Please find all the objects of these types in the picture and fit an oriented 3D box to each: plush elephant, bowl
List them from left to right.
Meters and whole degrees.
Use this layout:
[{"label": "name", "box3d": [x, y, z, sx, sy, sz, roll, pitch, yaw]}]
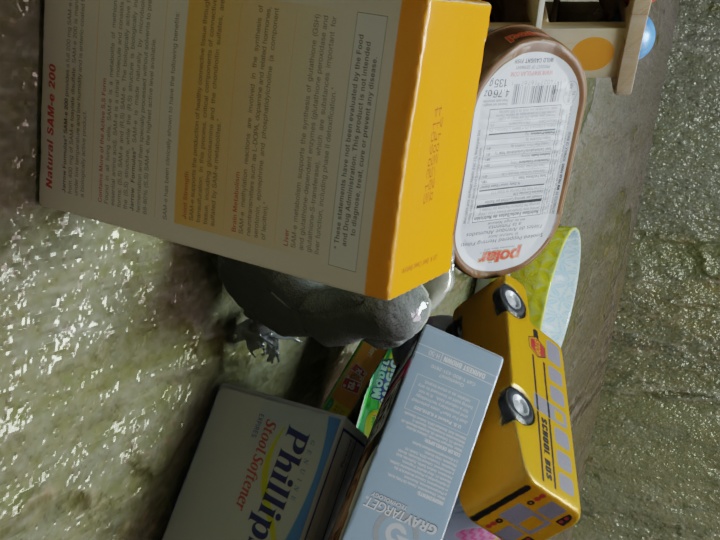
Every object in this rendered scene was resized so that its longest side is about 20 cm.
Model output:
[{"label": "plush elephant", "box3d": [-0.010, -0.030, 0.661, 0.155, 0.165, 0.200, -47, 175, -29]}, {"label": "bowl", "box3d": [0.210, 0.032, 1.308, 0.200, 0.107, 0.202, 13, 90, -68]}]

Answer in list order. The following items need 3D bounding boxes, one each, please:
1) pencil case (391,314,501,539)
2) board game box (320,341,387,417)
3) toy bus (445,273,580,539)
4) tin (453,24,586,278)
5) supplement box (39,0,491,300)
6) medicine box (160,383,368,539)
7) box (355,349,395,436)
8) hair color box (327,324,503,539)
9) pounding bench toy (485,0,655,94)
[{"label": "pencil case", "box3d": [0.070, 0.133, 0.816, 0.091, 0.083, 0.201, -44, -147, 33]}, {"label": "board game box", "box3d": [0.026, 0.039, 0.857, 0.201, 0.030, 0.096, -61, 179, -6]}, {"label": "toy bus", "box3d": [0.113, 0.098, 0.758, 0.078, 0.065, 0.201, 34, 36, -23]}, {"label": "tin", "box3d": [0.111, -0.086, 0.773, 0.111, 0.042, 0.201, -6, 121, -20]}, {"label": "supplement box", "box3d": [-0.051, -0.075, 0.465, 0.073, 0.199, 0.127, -23, 124, -60]}, {"label": "medicine box", "box3d": [-0.057, 0.205, 0.745, 0.200, 0.102, 0.183, 54, 52, -62]}, {"label": "box", "box3d": [0.045, 0.143, 1.043, 0.200, 0.048, 0.118, 32, 72, -66]}, {"label": "hair color box", "box3d": [0.024, 0.147, 0.649, 0.099, 0.060, 0.201, 112, 1, -65]}, {"label": "pounding bench toy", "box3d": [0.158, -0.256, 0.816, 0.125, 0.155, 0.201, 86, 6, -53]}]
